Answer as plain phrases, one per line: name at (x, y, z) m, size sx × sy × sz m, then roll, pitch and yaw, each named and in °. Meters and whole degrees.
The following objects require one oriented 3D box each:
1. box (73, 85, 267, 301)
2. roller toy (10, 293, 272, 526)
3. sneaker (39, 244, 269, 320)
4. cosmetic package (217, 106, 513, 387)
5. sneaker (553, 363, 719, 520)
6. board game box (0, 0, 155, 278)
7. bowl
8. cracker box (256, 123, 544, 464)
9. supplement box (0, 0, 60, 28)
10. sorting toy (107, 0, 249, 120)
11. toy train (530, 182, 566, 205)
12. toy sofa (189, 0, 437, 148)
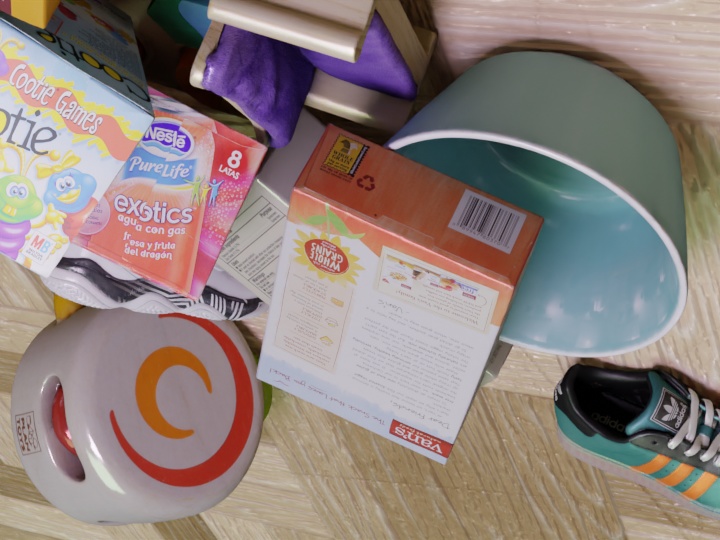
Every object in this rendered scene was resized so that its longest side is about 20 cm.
box at (-0.136, -0.056, 1.090) m, size 0.094 × 0.103 × 0.200 m, roll 26°, pitch 178°, yaw -16°
roller toy at (-0.185, 0.110, 1.426) m, size 0.200 × 0.184 × 0.139 m, roll 40°, pitch 148°, yaw -25°
sneaker at (-0.125, -0.032, 1.257) m, size 0.198 × 0.116 × 0.075 m, roll 4°, pitch -157°, yaw -35°
cosmetic package at (0.000, 0.000, 1.136) m, size 0.200 × 0.073 × 0.103 m, roll 41°, pitch 143°, yaw -12°
sneaker at (0.227, 0.118, 1.241) m, size 0.198 × 0.072 × 0.080 m, roll 15°, pitch 153°, yaw 21°
board game box at (-0.185, -0.097, 0.950) m, size 0.104 × 0.103 × 0.200 m, roll 32°, pitch -167°, yaw -20°
bowl at (0.107, -0.051, 1.032) m, size 0.199 × 0.106 × 0.202 m, roll 18°, pitch 149°, yaw 11°
cracker box at (0.018, 0.019, 1.033) m, size 0.133 × 0.058 × 0.201 m, roll 24°, pitch 144°, yaw 6°
supplement box at (-0.190, -0.261, 0.829) m, size 0.196 × 0.201 × 0.133 m, roll 24°, pitch 151°, yaw 3°
sorting toy at (-0.129, -0.151, 1.079) m, size 0.183 × 0.037 × 0.200 m, roll 18°, pitch 162°, yaw 13°
toy train at (0.062, -0.006, 1.187) m, size 0.198 × 0.056 × 0.151 m, roll 2°, pitch 143°, yaw 35°
toy sofa at (-0.020, -0.117, 0.958) m, size 0.082 × 0.099 × 0.200 m, roll 18°, pitch 176°, yaw 11°
